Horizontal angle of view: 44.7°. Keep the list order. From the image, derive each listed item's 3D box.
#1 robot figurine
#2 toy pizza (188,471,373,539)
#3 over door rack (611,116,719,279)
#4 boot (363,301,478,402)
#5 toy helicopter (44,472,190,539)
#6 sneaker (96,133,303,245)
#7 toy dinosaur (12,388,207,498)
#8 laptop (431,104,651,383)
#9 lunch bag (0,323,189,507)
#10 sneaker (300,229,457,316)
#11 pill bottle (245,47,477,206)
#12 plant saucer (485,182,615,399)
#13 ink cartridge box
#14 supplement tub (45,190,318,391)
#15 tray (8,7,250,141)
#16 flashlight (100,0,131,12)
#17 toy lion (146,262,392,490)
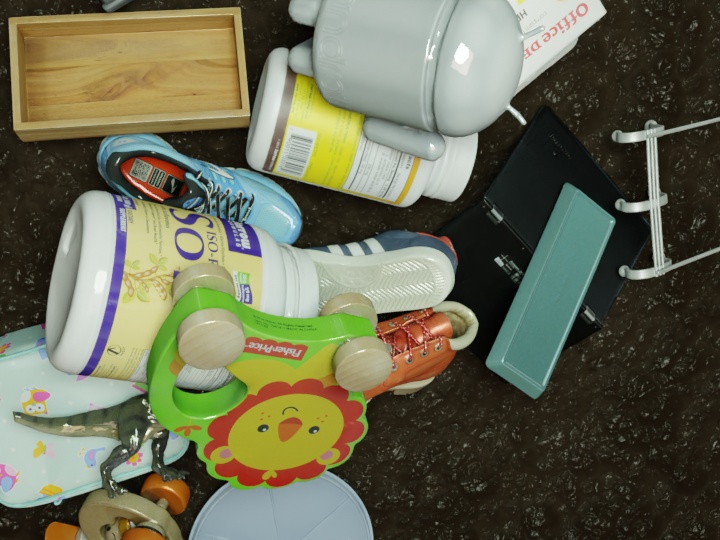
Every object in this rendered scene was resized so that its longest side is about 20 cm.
[{"bbox_3d":[0.041,-0.169,0.675,0.197,0.113,0.172,17,128,21],"label":"robot figurine"},{"bbox_3d":[-0.084,0.293,0.922,0.196,0.032,0.204,-3,104,-11],"label":"toy pizza"},{"bbox_3d":[0.339,-0.082,0.893,0.197,0.066,0.151,-13,103,-22],"label":"over door rack"},{"bbox_3d":[0.028,0.070,0.804,0.107,0.198,0.076,-39,70,35],"label":"boot"},{"bbox_3d":[-0.223,0.285,0.860,0.130,0.080,0.203,-1,129,11],"label":"toy helicopter"},{"bbox_3d":[-0.145,-0.061,0.790,0.197,0.090,0.080,19,100,-16],"label":"sneaker"},{"bbox_3d":[-0.197,0.148,0.777,0.196,0.047,0.090,-9,89,-17],"label":"toy dinosaur"},{"bbox_3d":[0.170,-0.022,0.902,0.199,0.117,0.187,-36,109,30],"label":"laptop"},{"bbox_3d":[-0.264,0.129,0.823,0.196,0.077,0.163,-15,107,-7],"label":"lunch bag"},{"bbox_3d":[0.000,0.000,0.843,0.196,0.085,0.076,0,115,19],"label":"sneaker"},{"bbox_3d":[0.002,-0.123,0.792,0.196,0.109,0.111,13,101,-14],"label":"pill bottle"},{"bbox_3d":[0.187,0.018,0.837,0.069,0.019,0.202,33,75,-21],"label":"plant saucer"},{"bbox_3d":[0.110,-0.249,0.773,0.128,0.125,0.201,-38,107,1],"label":"ink cartridge box"},{"bbox_3d":[-0.148,0.024,0.732,0.197,0.145,0.148,11,102,-29],"label":"supplement tub"},{"bbox_3d":[-0.199,-0.171,0.765,0.196,0.037,0.101,-5,81,-8],"label":"tray"},{"bbox_3d":[-0.148,-0.298,0.744,0.198,0.068,0.069,-32,96,-1],"label":"flashlight"},{"bbox_3d":[-0.076,0.100,0.689,0.197,0.069,0.193,13,125,-29],"label":"toy lion"}]
